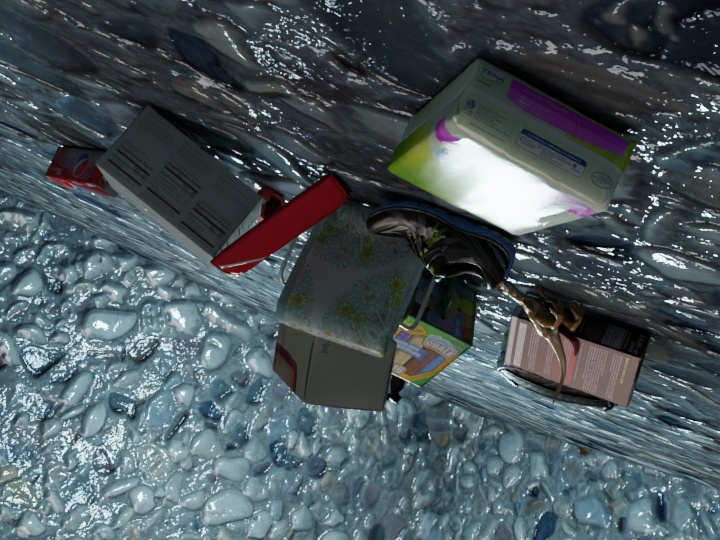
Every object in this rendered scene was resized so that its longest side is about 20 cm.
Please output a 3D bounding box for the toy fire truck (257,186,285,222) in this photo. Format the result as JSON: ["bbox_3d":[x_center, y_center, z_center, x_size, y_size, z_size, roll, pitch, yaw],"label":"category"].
[{"bbox_3d":[-0.234,-0.137,1.425,0.200,0.049,0.141,30,168,-32],"label":"toy fire truck"}]

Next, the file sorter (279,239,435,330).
[{"bbox_3d":[0.000,0.000,1.373,0.200,0.125,0.139,15,169,36],"label":"file sorter"}]

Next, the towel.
[{"bbox_3d":[-0.007,0.003,1.231,0.171,0.200,0.048,16,163,27],"label":"towel"}]

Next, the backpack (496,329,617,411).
[{"bbox_3d":[0.332,0.158,1.525,0.200,0.154,0.163,-2,167,11],"label":"backpack"}]

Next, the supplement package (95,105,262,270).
[{"bbox_3d":[-0.250,-0.111,1.274,0.200,0.111,0.156,40,170,-2],"label":"supplement package"}]

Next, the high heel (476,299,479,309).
[{"bbox_3d":[0.115,0.029,1.599,0.200,0.067,0.096,10,-148,8],"label":"high heel"}]

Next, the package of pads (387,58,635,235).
[{"bbox_3d":[0.125,-0.097,0.779,0.154,0.068,0.200,26,171,-10],"label":"package of pads"}]

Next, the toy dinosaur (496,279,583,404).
[{"bbox_3d":[0.278,0.085,1.320,0.200,0.060,0.106,59,144,5],"label":"toy dinosaur"}]

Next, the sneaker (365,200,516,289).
[{"bbox_3d":[0.095,-0.032,1.146,0.199,0.083,0.071,21,170,13],"label":"sneaker"}]

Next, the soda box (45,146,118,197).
[{"bbox_3d":[-0.524,-0.190,1.724,0.200,0.070,0.063,12,166,46],"label":"soda box"}]

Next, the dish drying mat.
[{"bbox_3d":[-0.106,-0.057,1.211,0.018,0.200,0.077,59,-173,26],"label":"dish drying mat"}]

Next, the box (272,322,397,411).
[{"bbox_3d":[-0.044,0.129,1.353,0.128,0.109,0.200,9,-175,-18],"label":"box"}]

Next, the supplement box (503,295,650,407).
[{"bbox_3d":[0.328,0.122,1.377,0.200,0.061,0.109,20,132,21],"label":"supplement box"}]

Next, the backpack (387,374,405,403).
[{"bbox_3d":[-0.007,0.136,1.701,0.190,0.200,0.154,-1,138,9],"label":"backpack"}]

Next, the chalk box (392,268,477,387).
[{"bbox_3d":[0.110,0.079,1.480,0.124,0.125,0.200,28,138,-16],"label":"chalk box"}]
